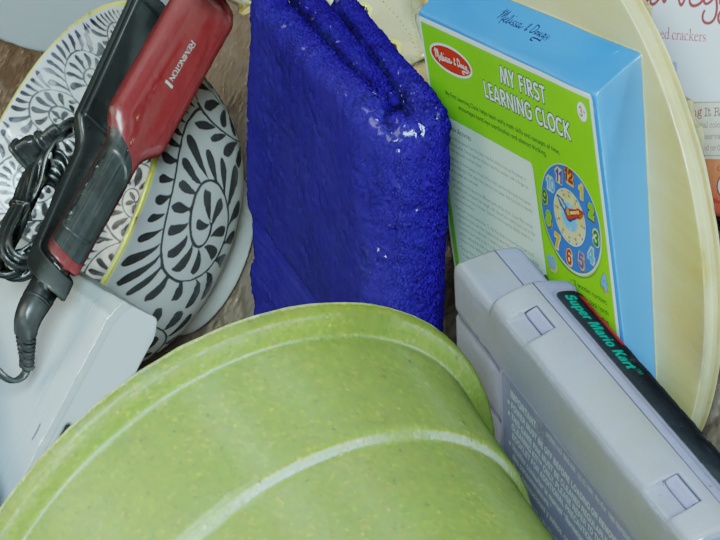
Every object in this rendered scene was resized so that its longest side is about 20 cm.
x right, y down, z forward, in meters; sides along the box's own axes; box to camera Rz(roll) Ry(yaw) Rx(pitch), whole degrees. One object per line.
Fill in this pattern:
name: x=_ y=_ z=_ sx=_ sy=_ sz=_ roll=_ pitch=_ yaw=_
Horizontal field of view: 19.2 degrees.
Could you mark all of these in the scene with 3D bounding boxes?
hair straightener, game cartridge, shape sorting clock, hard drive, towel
hair straightener: x=-0.123 y=-0.040 z=0.928 sx=0.077 sy=0.041 sz=0.200 roll=-4 pitch=57 yaw=44
game cartridge: x=0.082 y=0.091 z=0.666 sx=0.200 sy=0.038 sz=0.130 roll=-126 pitch=31 yaw=-53
shape sorting clock: x=0.071 y=-0.023 z=0.726 sx=0.200 sy=0.039 sz=0.200 roll=164 pitch=90 yaw=-73
hard drive: x=-0.169 y=0.052 z=0.961 sx=0.200 sy=0.026 sz=0.132 roll=25 pitch=87 yaw=58
towel: x=0.000 y=0.000 z=0.824 sx=0.148 sy=0.050 sz=0.200 roll=-130 pitch=34 yaw=-52

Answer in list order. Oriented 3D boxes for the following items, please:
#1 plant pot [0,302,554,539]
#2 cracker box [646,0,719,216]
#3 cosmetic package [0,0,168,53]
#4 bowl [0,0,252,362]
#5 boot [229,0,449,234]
plant pot: x=0.013 y=0.143 z=0.604 sx=0.190 sy=0.200 sz=0.200 roll=42 pitch=107 yaw=40
cracker box: x=0.121 y=-0.122 z=0.734 sx=0.134 sy=0.058 sz=0.200 roll=15 pitch=101 yaw=59
cosmetic package: x=-0.186 y=-0.237 z=1.221 sx=0.165 sy=0.165 sz=0.200 roll=-63 pitch=31 yaw=17
bowl: x=-0.115 y=-0.023 z=1.050 sx=0.201 sy=0.094 sz=0.201 roll=-34 pitch=43 yaw=40
boot: x=-0.021 y=-0.111 z=0.906 sx=0.073 sy=0.155 sz=0.200 roll=-44 pitch=37 yaw=32
